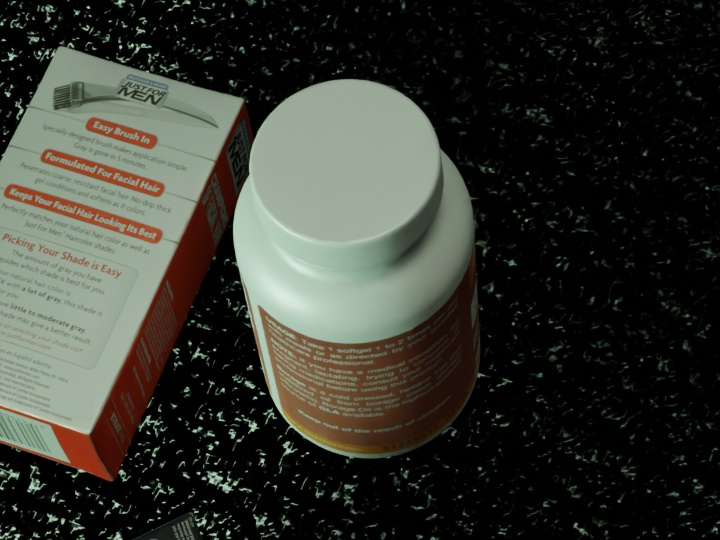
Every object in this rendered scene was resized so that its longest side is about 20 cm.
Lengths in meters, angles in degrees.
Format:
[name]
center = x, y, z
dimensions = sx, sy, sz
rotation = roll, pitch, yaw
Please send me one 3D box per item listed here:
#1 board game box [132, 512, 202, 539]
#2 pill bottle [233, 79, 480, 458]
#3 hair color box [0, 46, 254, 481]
[board game box]
center = -0.139, 0.224, 0.980
dimensions = 0.198, 0.062, 0.201
rotation = -10, 58, -23
[pill bottle]
center = 0.000, 0.000, 1.047
dimensions = 0.111, 0.200, 0.113
rotation = -2, 62, 3
[hair color box]
center = -0.140, -0.006, 1.140
dimensions = 0.110, 0.064, 0.201
rotation = 17, 66, 14
